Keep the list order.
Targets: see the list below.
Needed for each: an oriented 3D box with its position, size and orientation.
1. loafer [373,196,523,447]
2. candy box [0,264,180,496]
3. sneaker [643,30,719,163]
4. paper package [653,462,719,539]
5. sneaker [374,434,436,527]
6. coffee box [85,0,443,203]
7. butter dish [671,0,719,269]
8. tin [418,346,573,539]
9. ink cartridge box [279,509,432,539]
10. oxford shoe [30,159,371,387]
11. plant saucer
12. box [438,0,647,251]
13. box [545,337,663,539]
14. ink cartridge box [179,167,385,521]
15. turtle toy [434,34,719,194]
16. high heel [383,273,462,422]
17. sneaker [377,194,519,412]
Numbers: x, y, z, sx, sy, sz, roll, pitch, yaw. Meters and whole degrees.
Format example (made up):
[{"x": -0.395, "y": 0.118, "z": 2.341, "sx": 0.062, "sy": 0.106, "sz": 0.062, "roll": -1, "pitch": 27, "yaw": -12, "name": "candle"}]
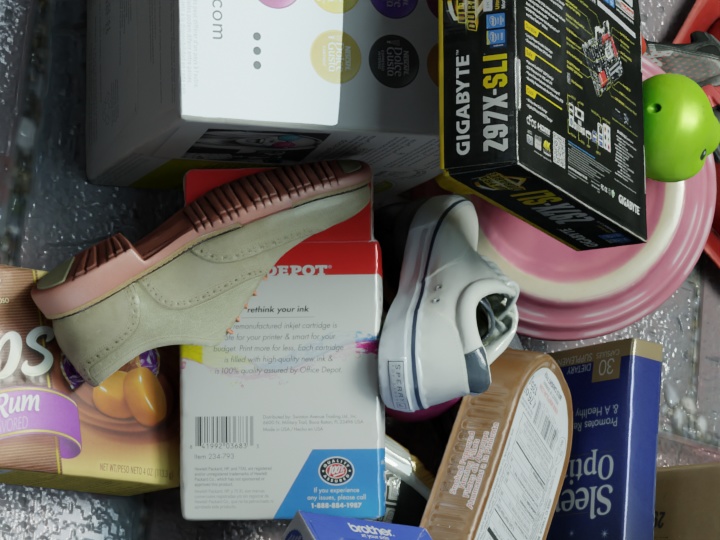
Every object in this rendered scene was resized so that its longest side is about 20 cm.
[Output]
[{"x": 0.056, "y": 0.046, "z": 1.659, "sx": 0.072, "sy": 0.063, "sz": 0.200, "roll": -32, "pitch": 110, "yaw": -37, "name": "loafer"}, {"x": -0.196, "y": 0.059, "z": 1.454, "sx": 0.200, "sy": 0.056, "sz": 0.117, "roll": 11, "pitch": 74, "yaw": -39, "name": "candy box"}, {"x": 0.174, "y": -0.102, "z": 1.748, "sx": 0.200, "sy": 0.071, "sz": 0.098, "roll": -23, "pitch": 63, "yaw": -5, "name": "sneaker"}, {"x": 0.215, "y": 0.221, "z": 1.658, "sx": 0.103, "sy": 0.200, "sz": 0.191, "roll": 19, "pitch": 70, "yaw": -34, "name": "paper package"}, {"x": -0.015, "y": 0.128, "z": 1.588, "sx": 0.088, "sy": 0.076, "sz": 0.200, "roll": -47, "pitch": 114, "yaw": -11, "name": "sneaker"}, {"x": -0.040, "y": -0.157, "z": 1.498, "sx": 0.197, "sy": 0.200, "sz": 0.200, "roll": 3, "pitch": 80, "yaw": -20, "name": "coffee box"}, {"x": 0.314, "y": -0.098, "z": 1.836, "sx": 0.200, "sy": 0.148, "sz": 0.200, "roll": 46, "pitch": 57, "yaw": -23, "name": "butter dish"}, {"x": 0.082, "y": 0.141, "z": 1.583, "sx": 0.112, "sy": 0.042, "sz": 0.200, "roll": 51, "pitch": 51, "yaw": -49, "name": "tin"}, {"x": -0.037, "y": 0.229, "z": 1.473, "sx": 0.094, "sy": 0.200, "sz": 0.044, "roll": 13, "pitch": 29, "yaw": -37, "name": "ink cartridge box"}, {"x": -0.079, "y": -0.002, "z": 1.443, "sx": 0.200, "sy": 0.071, "sz": 0.074, "roll": -23, "pitch": 105, "yaw": 1, "name": "oxford shoe"}, {"x": 0.132, "y": -0.055, "z": 1.673, "sx": 0.200, "sy": 0.051, "sz": 0.201, "roll": 0, "pitch": 89, "yaw": -1, "name": "plant saucer"}, {"x": 0.102, "y": -0.108, "z": 1.414, "sx": 0.200, "sy": 0.049, "sz": 0.160, "roll": 23, "pitch": 62, "yaw": -62, "name": "box"}, {"x": 0.138, "y": 0.149, "z": 1.661, "sx": 0.032, "sy": 0.121, "sz": 0.201, "roll": 14, "pitch": 73, "yaw": -37, "name": "box"}, {"x": -0.044, "y": 0.043, "z": 1.494, "sx": 0.116, "sy": 0.067, "sz": 0.201, "roll": 0, "pitch": 85, "yaw": 4, "name": "ink cartridge box"}, {"x": 0.133, "y": -0.105, "z": 1.582, "sx": 0.200, "sy": 0.101, "sz": 0.146, "roll": 19, "pitch": 69, "yaw": -39, "name": "turtle toy"}, {"x": 0.000, "y": 0.000, "z": 1.596, "sx": 0.067, "sy": 0.096, "sz": 0.200, "roll": -35, "pitch": 103, "yaw": -37, "name": "high heel"}, {"x": 0.060, "y": 0.021, "z": 1.525, "sx": 0.200, "sy": 0.071, "sz": 0.073, "roll": -74, "pitch": 161, "yaw": -55, "name": "sneaker"}]
